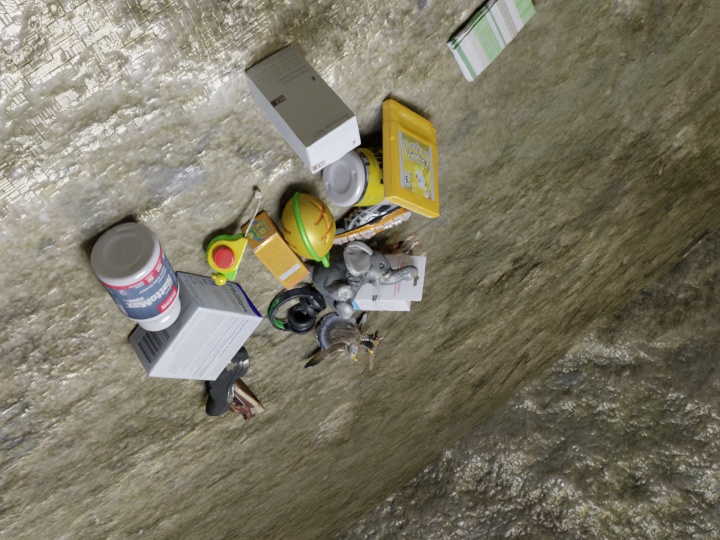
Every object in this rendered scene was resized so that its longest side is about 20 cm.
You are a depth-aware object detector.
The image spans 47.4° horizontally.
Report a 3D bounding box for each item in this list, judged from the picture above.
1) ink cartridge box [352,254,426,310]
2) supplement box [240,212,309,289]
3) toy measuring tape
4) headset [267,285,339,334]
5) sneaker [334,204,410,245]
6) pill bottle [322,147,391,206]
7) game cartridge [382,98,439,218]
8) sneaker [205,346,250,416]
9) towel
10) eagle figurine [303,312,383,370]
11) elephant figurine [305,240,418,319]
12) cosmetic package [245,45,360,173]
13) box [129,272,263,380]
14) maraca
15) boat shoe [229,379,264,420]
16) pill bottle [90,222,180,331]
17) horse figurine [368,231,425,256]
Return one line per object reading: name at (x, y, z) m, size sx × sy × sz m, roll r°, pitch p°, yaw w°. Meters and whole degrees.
ink cartridge box at (0.059, 0.029, 1.909) m, size 0.195 × 0.118 × 0.068 m, roll 1°, pitch 157°, yaw 19°
supplement box at (-0.173, -0.037, 1.689) m, size 0.068 × 0.067 × 0.200 m, roll -36°, pitch 152°, yaw 1°
toy measuring tape at (-0.251, -0.068, 1.575) m, size 0.073 × 0.073 × 0.204 m, roll 3°, pitch 112°, yaw -52°
headset at (-0.129, 0.084, 1.934) m, size 0.197 × 0.095 × 0.124 m, roll 7°, pitch 131°, yaw -35°
sneaker at (0.011, -0.116, 1.812) m, size 0.196 × 0.079 × 0.078 m, roll -23°, pitch 170°, yaw 4°
pill bottle at (0.027, -0.192, 1.679) m, size 0.198 × 0.115 × 0.115 m, roll -8°, pitch 138°, yaw -46°
game cartridge at (0.105, -0.224, 1.662) m, size 0.032 × 0.205 × 0.175 m, roll -8°, pitch 167°, yaw 36°
sneaker at (-0.332, 0.257, 1.910) m, size 0.089 × 0.076 × 0.203 m, roll 3°, pitch 122°, yaw -40°
towel at (0.267, -0.493, 1.662) m, size 0.200 × 0.031 × 0.149 m, roll -47°, pitch 154°, yaw 5°
eagle figurine at (-0.043, 0.186, 2.128) m, size 0.195 × 0.151 × 0.156 m, roll 5°, pitch 89°, yaw -16°
elephant figurine at (0.000, 0.000, 1.843) m, size 0.200 × 0.141 × 0.156 m, roll -42°, pitch 120°, yaw -13°
cosmetic package at (-0.095, -0.266, 1.338) m, size 0.101 × 0.201 × 0.075 m, roll -34°, pitch 151°, yaw -12°
box at (-0.332, 0.118, 1.667) m, size 0.185 × 0.105 × 0.199 m, roll -50°, pitch 150°, yaw 15°
maraca at (-0.099, -0.081, 1.665) m, size 0.105 × 0.140 × 0.200 m, roll -14°, pitch 160°, yaw 10°
boat shoe at (-0.298, 0.328, 2.037) m, size 0.072 × 0.072 × 0.201 m, roll -38°, pitch 157°, yaw -8°
pill bottle at (-0.388, 0.020, 1.453) m, size 0.118 × 0.120 × 0.201 m, roll -33°, pitch 151°, yaw -14°
horse figurine at (0.087, -0.039, 2.019) m, size 0.131 × 0.051 × 0.200 m, roll -31°, pitch 158°, yaw 7°
